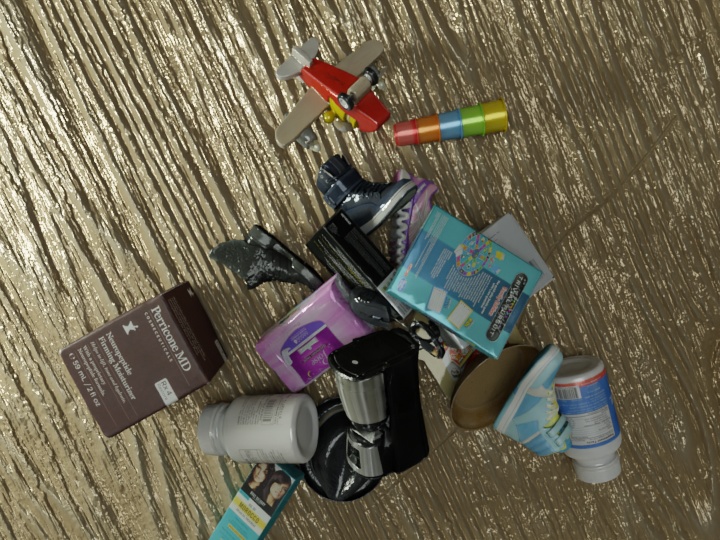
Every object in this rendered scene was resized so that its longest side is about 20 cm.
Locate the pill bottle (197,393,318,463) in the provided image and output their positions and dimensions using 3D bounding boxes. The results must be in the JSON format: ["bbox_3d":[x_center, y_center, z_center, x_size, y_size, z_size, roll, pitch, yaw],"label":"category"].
[{"bbox_3d":[-0.181,0.279,1.087,0.195,0.114,0.118,-6,97,19],"label":"pill bottle"}]

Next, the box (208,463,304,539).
[{"bbox_3d":[-0.192,0.437,1.141,0.081,0.049,0.203,33,96,17],"label":"box"}]

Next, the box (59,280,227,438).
[{"bbox_3d":[-0.363,0.145,1.061,0.197,0.164,0.169,-28,96,3],"label":"box"}]

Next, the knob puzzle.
[{"bbox_3d":[0.179,0.100,1.126,0.213,0.030,0.227,0,86,-3],"label":"knob puzzle"}]

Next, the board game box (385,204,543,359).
[{"bbox_3d":[0.160,0.018,0.960,0.197,0.047,0.153,31,84,0],"label":"board game box"}]

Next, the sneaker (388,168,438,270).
[{"bbox_3d":[0.097,-0.072,1.089,0.086,0.080,0.206,3,96,-11],"label":"sneaker"}]

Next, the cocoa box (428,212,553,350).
[{"bbox_3d":[0.198,0.021,1.052,0.198,0.131,0.135,-37,88,-5],"label":"cocoa box"}]

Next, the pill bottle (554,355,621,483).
[{"bbox_3d":[0.403,0.266,1.108,0.109,0.112,0.205,-16,97,1],"label":"pill bottle"}]

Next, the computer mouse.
[{"bbox_3d":[0.049,0.084,0.961,0.034,0.198,0.060,-29,133,-35],"label":"computer mouse"}]

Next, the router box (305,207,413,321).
[{"bbox_3d":[0.000,0.000,1.054,0.051,0.149,0.201,-43,95,-18],"label":"router box"}]

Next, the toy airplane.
[{"bbox_3d":[-0.047,-0.296,1.044,0.194,0.142,0.204,-9,59,9],"label":"toy airplane"}]

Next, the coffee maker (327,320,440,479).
[{"bbox_3d":[0.054,0.213,1.005,0.187,0.135,0.205,-11,113,-2],"label":"coffee maker"}]

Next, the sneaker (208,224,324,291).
[{"bbox_3d":[-0.167,-0.002,1.102,0.199,0.060,0.105,39,94,1],"label":"sneaker"}]

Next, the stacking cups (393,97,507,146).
[{"bbox_3d":[0.154,-0.255,1.074,0.194,0.061,0.062,-9,96,0],"label":"stacking cups"}]

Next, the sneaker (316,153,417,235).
[{"bbox_3d":[0.002,-0.141,1.029,0.076,0.202,0.148,-35,91,-33],"label":"sneaker"}]

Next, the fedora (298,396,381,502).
[{"bbox_3d":[-0.031,0.338,1.120,0.194,0.092,0.207,0,96,0],"label":"fedora"}]

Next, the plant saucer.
[{"bbox_3d":[0.234,0.199,1.095,0.196,0.036,0.204,-17,131,-20],"label":"plant saucer"}]

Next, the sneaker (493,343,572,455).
[{"bbox_3d":[0.321,0.228,1.045,0.129,0.079,0.203,34,126,17],"label":"sneaker"}]

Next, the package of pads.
[{"bbox_3d":[-0.075,0.112,1.081,0.199,0.076,0.121,-38,100,20],"label":"package of pads"}]
